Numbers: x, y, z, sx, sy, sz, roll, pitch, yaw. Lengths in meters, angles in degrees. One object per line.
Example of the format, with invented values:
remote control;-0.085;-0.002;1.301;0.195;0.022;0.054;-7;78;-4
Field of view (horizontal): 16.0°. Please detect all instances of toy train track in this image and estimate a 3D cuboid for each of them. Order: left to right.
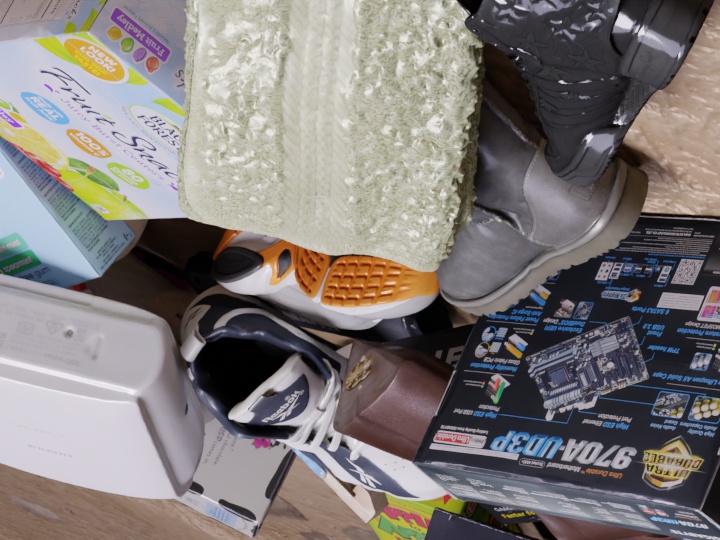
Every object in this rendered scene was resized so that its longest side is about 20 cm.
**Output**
toy train track;-0.053;0.079;1.647;0.200;0.033;0.115;45;-157;10

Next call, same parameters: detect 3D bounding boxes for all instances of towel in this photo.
towel;-0.014;-0.083;1.196;0.148;0.037;0.200;8;134;3

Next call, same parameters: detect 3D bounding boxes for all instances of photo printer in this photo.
photo printer;-0.184;0.076;1.579;0.166;0.070;0.200;13;157;11

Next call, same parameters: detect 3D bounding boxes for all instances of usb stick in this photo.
usb stick;-0.028;0.020;1.631;0.200;0.033;0.055;11;163;39

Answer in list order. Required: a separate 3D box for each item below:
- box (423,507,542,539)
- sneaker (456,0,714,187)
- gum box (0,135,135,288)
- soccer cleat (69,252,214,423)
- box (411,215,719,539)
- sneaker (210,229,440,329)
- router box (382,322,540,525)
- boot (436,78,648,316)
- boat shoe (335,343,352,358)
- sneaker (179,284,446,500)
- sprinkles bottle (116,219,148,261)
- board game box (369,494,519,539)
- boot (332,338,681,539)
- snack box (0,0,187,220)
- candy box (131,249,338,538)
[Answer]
box;0.154;0.253;1.820;0.182;0.104;0.200;16;175;30
sneaker;0.087;-0.109;1.115;0.104;0.060;0.200;26;156;-3
gum box;-0.256;-0.065;1.549;0.170;0.045;0.200;-17;116;45
soccer cleat;-0.155;0.022;1.713;0.200;0.078;0.069;51;135;13
box;0.137;0.050;1.304;0.200;0.159;0.046;4;152;47
sneaker;0.000;0.000;1.507;0.092;0.076;0.200;30;170;-32
router box;0.125;0.084;1.502;0.200;0.051;0.149;-14;138;40
boot;0.024;-0.064;1.291;0.200;0.073;0.182;26;148;-20
boat shoe;0.047;0.087;1.672;0.200;0.072;0.069;-7;140;43
sneaker;-0.028;0.084;1.547;0.199;0.080;0.130;40;-167;0
sprinkles bottle;-0.230;-0.066;1.618;0.200;0.068;0.068;20;160;21
board game box;0.060;0.189;1.936;0.101;0.048;0.200;18;159;24
boot;0.093;0.084;1.419;0.200;0.064;0.186;30;144;-10
snack box;-0.131;-0.099;1.405;0.169;0.068;0.200;39;156;-31
candy box;-0.130;0.078;1.760;0.200;0.137;0.061;26;163;2
